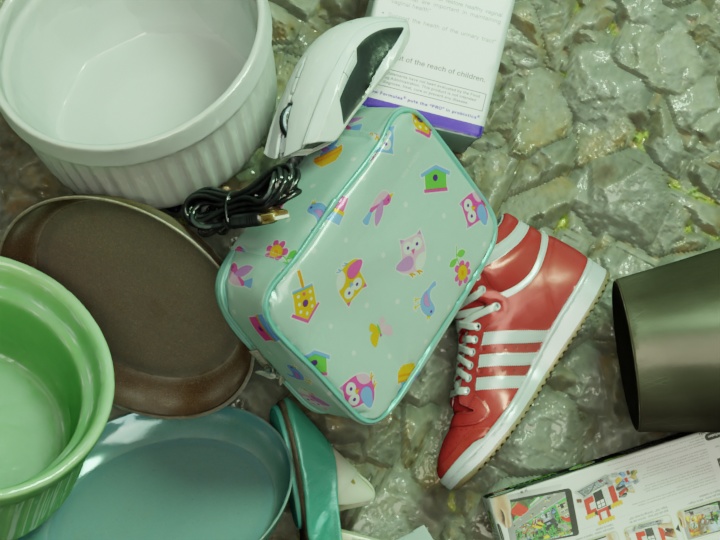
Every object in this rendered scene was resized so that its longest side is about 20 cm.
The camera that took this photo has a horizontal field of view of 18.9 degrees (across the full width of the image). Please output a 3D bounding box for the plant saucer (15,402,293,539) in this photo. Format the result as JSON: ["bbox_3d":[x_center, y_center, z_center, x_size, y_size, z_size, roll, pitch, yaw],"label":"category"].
[{"bbox_3d":[-0.142,0.167,1.515,0.200,0.200,0.027,-19,125,-5],"label":"plant saucer"}]

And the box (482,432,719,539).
[{"bbox_3d":[0.201,0.189,1.596,0.200,0.035,0.110,-17,88,-5],"label":"box"}]

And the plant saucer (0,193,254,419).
[{"bbox_3d":[-0.161,0.021,1.525,0.200,0.200,0.032,33,44,-2],"label":"plant saucer"}]

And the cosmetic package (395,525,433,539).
[{"bbox_3d":[0.020,0.302,1.536,0.151,0.052,0.200,-26,112,-7],"label":"cosmetic package"}]

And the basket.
[{"bbox_3d":[0.289,0.049,1.562,0.200,0.136,0.181,-9,61,1],"label":"basket"}]

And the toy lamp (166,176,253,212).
[{"bbox_3d":[-0.076,-0.055,1.580,0.200,0.058,0.058,15,86,-6],"label":"toy lamp"}]

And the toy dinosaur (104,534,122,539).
[{"bbox_3d":[-0.173,0.205,1.530,0.200,0.101,0.058,-6,106,-8],"label":"toy dinosaur"}]

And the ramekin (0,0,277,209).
[{"bbox_3d":[-0.152,-0.137,1.520,0.200,0.105,0.200,-5,58,9],"label":"ramekin"}]

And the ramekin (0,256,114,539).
[{"bbox_3d":[-0.275,0.095,1.494,0.200,0.098,0.200,8,53,-10],"label":"ramekin"}]

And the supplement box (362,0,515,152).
[{"bbox_3d":[0.058,-0.197,1.573,0.103,0.101,0.200,13,87,-3],"label":"supplement box"}]

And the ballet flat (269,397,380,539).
[{"bbox_3d":[-0.020,0.187,1.568,0.070,0.067,0.200,-8,93,-10],"label":"ballet flat"}]

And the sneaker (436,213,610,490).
[{"bbox_3d":[0.085,0.053,1.577,0.112,0.071,0.200,35,78,-6],"label":"sneaker"}]

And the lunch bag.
[{"bbox_3d":[0.000,0.000,1.480,0.200,0.077,0.160,-55,129,-20],"label":"lunch bag"}]

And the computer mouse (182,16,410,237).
[{"bbox_3d":[-0.039,-0.108,1.455,0.044,0.110,0.200,44,63,-21],"label":"computer mouse"}]
